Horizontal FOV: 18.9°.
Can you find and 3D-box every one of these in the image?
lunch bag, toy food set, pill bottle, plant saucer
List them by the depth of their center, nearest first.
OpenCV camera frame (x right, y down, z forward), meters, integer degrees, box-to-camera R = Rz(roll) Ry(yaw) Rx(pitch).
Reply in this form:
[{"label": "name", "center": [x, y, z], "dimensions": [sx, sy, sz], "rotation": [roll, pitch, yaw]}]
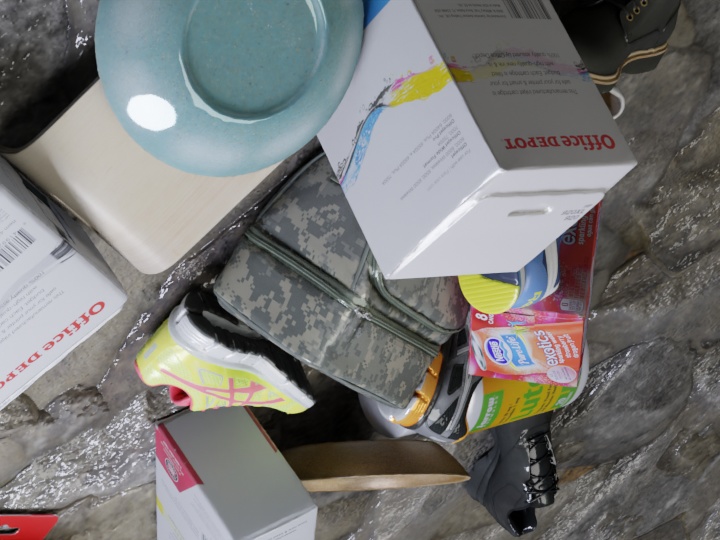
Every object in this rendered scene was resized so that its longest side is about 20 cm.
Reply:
[{"label": "plant saucer", "center": [-0.078, -0.157, 1.446], "dimensions": [0.200, 0.039, 0.202], "rotation": [-8, 108, -26]}, {"label": "toy food set", "center": [-0.133, -0.107, 1.509], "dimensions": [0.200, 0.060, 0.143], "rotation": [-44, 122, 6]}, {"label": "lunch bag", "center": [0.000, 0.000, 1.731], "dimensions": [0.168, 0.139, 0.200], "rotation": [-58, 148, 0]}, {"label": "pill bottle", "center": [0.100, 0.090, 1.956], "dimensions": [0.200, 0.111, 0.111], "rotation": [-13, 140, -35]}, {"label": "plant saucer", "center": [0.000, 0.177, 1.957], "dimensions": [0.199, 0.036, 0.200], "rotation": [-2, 171, 0]}]

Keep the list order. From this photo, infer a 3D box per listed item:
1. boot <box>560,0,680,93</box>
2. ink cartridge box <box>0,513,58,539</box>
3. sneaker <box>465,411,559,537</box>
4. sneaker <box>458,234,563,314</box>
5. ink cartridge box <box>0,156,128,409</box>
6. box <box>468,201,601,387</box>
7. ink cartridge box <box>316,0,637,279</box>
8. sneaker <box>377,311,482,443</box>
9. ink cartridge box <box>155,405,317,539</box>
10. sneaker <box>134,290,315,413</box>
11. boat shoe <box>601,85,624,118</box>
[{"label": "boot", "center": [0.207, -0.222, 1.701], "dimensions": [0.200, 0.077, 0.139], "rotation": [-30, 151, -59]}, {"label": "ink cartridge box", "center": [-0.329, 0.297, 1.825], "dimensions": [0.116, 0.067, 0.200], "rotation": [6, 126, -49]}, {"label": "sneaker", "center": [0.169, 0.187, 2.170], "dimensions": [0.076, 0.091, 0.200], "rotation": [-20, 142, -24]}, {"label": "sneaker", "center": [0.117, -0.067, 1.672], "dimensions": [0.082, 0.074, 0.201], "rotation": [1, 89, -44]}, {"label": "ink cartridge box", "center": [-0.274, 0.001, 1.490], "dimensions": [0.146, 0.086, 0.200], "rotation": [-39, 150, 2]}, {"label": "box", "center": [0.147, -0.015, 1.785], "dimensions": [0.095, 0.200, 0.100], "rotation": [7, 142, 6]}, {"label": "ink cartridge box", "center": [0.068, -0.115, 1.556], "dimensions": [0.147, 0.200, 0.145], "rotation": [-4, 150, -43]}, {"label": "sneaker", "center": [0.079, 0.058, 1.858], "dimensions": [0.077, 0.078, 0.200], "rotation": [37, 61, -27]}, {"label": "ink cartridge box", "center": [-0.111, 0.226, 1.884], "dimensions": [0.083, 0.145, 0.200], "rotation": [-24, 146, -23]}, {"label": "sneaker", "center": [-0.113, 0.081, 1.777], "dimensions": [0.090, 0.078, 0.200], "rotation": [-38, 143, 15]}, {"label": "boat shoe", "center": [0.135, -0.145, 1.733], "dimensions": [0.200, 0.070, 0.071], "rotation": [2, 129, -43]}]
